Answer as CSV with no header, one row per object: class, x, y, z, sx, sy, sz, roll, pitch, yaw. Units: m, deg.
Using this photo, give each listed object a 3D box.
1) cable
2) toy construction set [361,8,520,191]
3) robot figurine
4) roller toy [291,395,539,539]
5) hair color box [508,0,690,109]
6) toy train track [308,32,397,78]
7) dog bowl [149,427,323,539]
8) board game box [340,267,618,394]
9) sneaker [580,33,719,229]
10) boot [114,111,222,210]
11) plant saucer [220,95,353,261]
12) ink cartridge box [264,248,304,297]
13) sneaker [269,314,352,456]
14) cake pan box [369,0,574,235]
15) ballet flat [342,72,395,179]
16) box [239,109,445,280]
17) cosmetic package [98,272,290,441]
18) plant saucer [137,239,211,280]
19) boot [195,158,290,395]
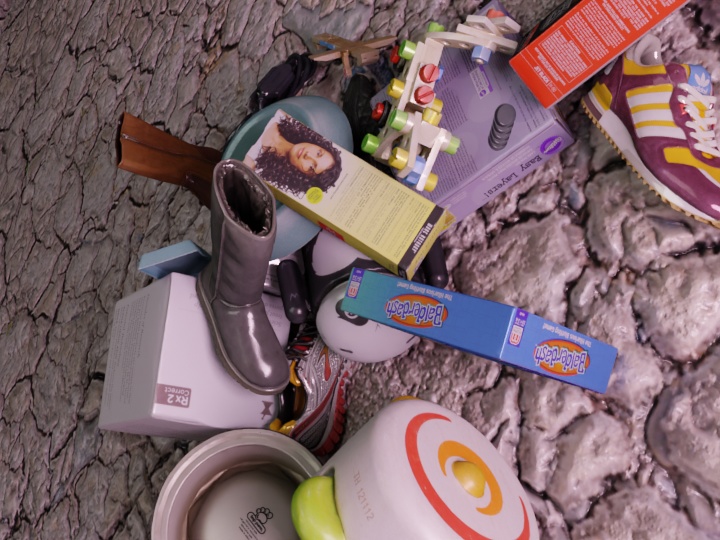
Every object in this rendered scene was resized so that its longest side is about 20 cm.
cable,-0.123,-0.219,1.156,0.164,0.050,0.201,-53,8,44
toy construction set,0.069,-0.175,0.831,0.201,0.092,0.131,-58,17,-8
robot figurine,0.001,-0.001,0.902,0.150,0.124,0.202,-38,49,32
roller toy,0.055,0.209,0.713,0.183,0.200,0.140,47,115,9
hair color box,0.233,-0.240,0.752,0.199,0.061,0.102,-36,12,33
toy train track,-0.021,-0.281,1.098,0.200,0.113,0.033,-134,30,-60
dog bowl,-0.117,0.275,0.892,0.197,0.074,0.203,-1,62,2
board game box,0.101,0.051,0.746,0.199,0.151,0.046,14,85,51
sneaker,0.261,-0.120,0.694,0.090,0.074,0.201,-53,43,27
boot,-0.242,-0.124,1.171,0.068,0.199,0.190,-37,50,32
plant saucer,-0.097,-0.110,0.926,0.198,0.036,0.203,-17,61,32
ink cartridge box,-0.095,-0.072,1.038,0.145,0.083,0.203,170,115,-73
sneaker,-0.054,0.104,0.955,0.077,0.082,0.203,-12,65,46
cake pan box,0.108,-0.164,0.891,0.183,0.052,0.202,-35,51,23
ballet flat,0.014,-0.171,1.030,0.202,0.056,0.067,-104,28,-41
box,-0.017,-0.074,0.831,0.199,0.050,0.076,31,79,10
cosmetic package,-0.205,0.116,1.034,0.199,0.163,0.167,-20,62,53
plant saucer,-0.207,-0.006,0.995,0.069,0.200,0.019,-18,82,-2
boot,-0.109,0.013,0.856,0.183,0.072,0.200,54,143,16
